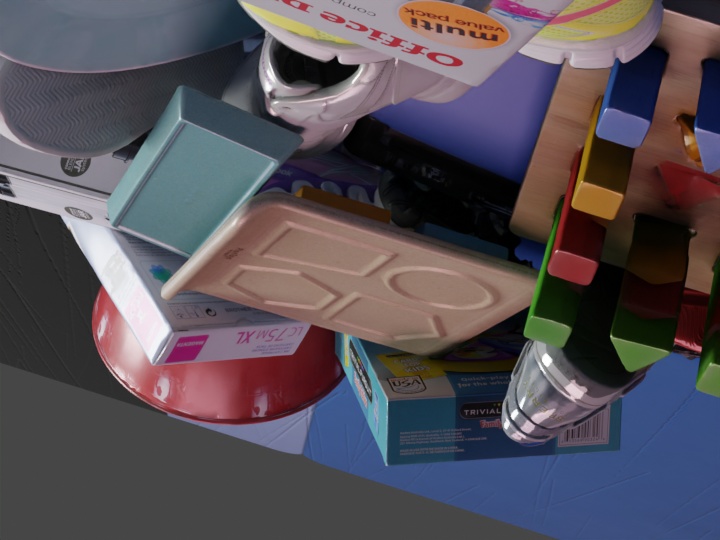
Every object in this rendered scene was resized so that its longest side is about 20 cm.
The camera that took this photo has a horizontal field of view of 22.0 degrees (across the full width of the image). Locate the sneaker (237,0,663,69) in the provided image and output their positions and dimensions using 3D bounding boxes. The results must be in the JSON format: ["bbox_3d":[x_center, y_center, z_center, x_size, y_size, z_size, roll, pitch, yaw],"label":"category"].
[{"bbox_3d":[0.038,-0.142,0.819,0.197,0.079,0.090,1,162,3],"label":"sneaker"}]

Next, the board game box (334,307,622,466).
[{"bbox_3d":[0.071,0.064,1.226,0.149,0.047,0.200,-2,-162,-10],"label":"board game box"}]

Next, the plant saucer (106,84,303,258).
[{"bbox_3d":[-0.092,-0.047,1.020,0.069,0.019,0.200,23,159,-12],"label":"plant saucer"}]

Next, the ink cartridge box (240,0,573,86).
[{"bbox_3d":[0.022,-0.170,0.590,0.144,0.146,0.200,19,166,-9],"label":"ink cartridge box"}]

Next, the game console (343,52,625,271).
[{"bbox_3d":[0.096,-0.091,1.051,0.198,0.119,0.171,23,-164,-17],"label":"game console"}]

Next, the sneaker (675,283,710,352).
[{"bbox_3d":[0.240,0.020,1.097,0.198,0.079,0.115,2,173,-13],"label":"sneaker"}]

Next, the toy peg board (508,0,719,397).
[{"bbox_3d":[0.180,-0.023,0.920,0.198,0.099,0.200,16,146,2],"label":"toy peg board"}]

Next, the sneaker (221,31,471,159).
[{"bbox_3d":[-0.027,-0.107,0.948,0.099,0.076,0.199,-3,170,-37],"label":"sneaker"}]

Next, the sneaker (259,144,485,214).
[{"bbox_3d":[-0.001,-0.044,1.238,0.198,0.081,0.089,5,-143,-27],"label":"sneaker"}]

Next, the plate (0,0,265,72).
[{"bbox_3d":[-0.091,-0.149,0.897,0.198,0.026,0.200,-16,167,-4],"label":"plate"}]

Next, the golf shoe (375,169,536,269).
[{"bbox_3d":[0.045,-0.006,1.155,0.088,0.078,0.200,-29,155,14],"label":"golf shoe"}]

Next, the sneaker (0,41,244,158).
[{"bbox_3d":[-0.168,-0.112,1.038,0.115,0.075,0.199,12,-162,31],"label":"sneaker"}]

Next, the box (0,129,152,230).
[{"bbox_3d":[-0.184,-0.098,1.155,0.198,0.118,0.060,16,166,8],"label":"box"}]

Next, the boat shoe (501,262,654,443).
[{"bbox_3d":[0.131,0.043,1.062,0.074,0.065,0.202,44,-155,3],"label":"boat shoe"}]

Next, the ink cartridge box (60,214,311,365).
[{"bbox_3d":[-0.128,-0.024,1.218,0.119,0.201,0.042,-2,138,-43],"label":"ink cartridge box"}]

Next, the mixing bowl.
[{"bbox_3d":[-0.094,0.001,1.332,0.198,0.201,0.109,15,135,8],"label":"mixing bowl"}]

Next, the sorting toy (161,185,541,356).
[{"bbox_3d":[0.000,0.000,1.075,0.198,0.037,0.185,12,162,-17],"label":"sorting toy"}]

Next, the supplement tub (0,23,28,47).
[{"bbox_3d":[-0.251,-0.162,0.982,0.122,0.124,0.199,26,164,-32],"label":"supplement tub"}]

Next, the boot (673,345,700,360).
[{"bbox_3d":[0.218,0.021,1.213,0.161,0.074,0.198,14,173,22],"label":"boot"}]
